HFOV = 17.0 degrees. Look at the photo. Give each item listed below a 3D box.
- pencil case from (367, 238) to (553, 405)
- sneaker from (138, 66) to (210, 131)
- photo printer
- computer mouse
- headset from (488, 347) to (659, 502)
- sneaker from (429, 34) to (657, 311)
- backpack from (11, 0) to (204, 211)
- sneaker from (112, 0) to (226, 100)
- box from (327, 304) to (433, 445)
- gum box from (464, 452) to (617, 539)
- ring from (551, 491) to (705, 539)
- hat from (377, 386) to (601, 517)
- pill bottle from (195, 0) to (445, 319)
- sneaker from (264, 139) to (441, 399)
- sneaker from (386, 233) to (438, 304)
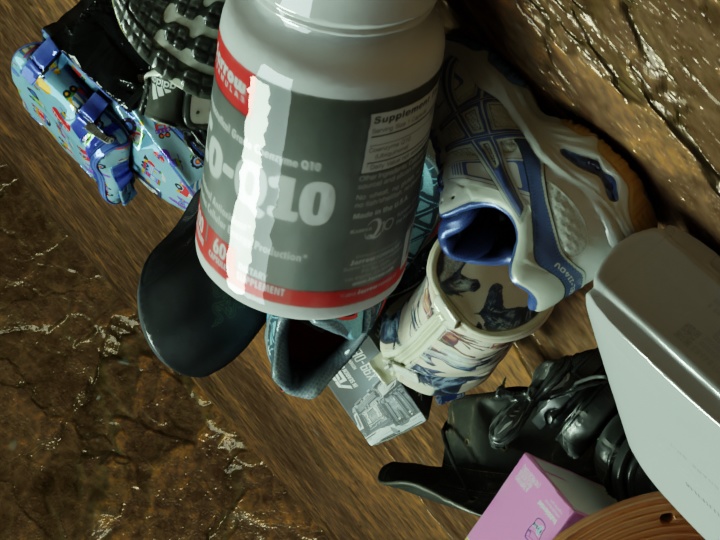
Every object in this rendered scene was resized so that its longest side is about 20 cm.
[{"bbox_3d":[0.063,0.026,1.467,0.078,0.089,0.200,46,165,4],"label":"pencil case"},{"bbox_3d":[-0.101,-0.147,1.429,0.075,0.116,0.200,16,169,25],"label":"sneaker"},{"bbox_3d":[0.194,0.087,1.195,0.166,0.069,0.200,44,167,34],"label":"photo printer"},{"bbox_3d":[-0.086,-0.015,1.586,0.053,0.200,0.139,-20,121,33],"label":"computer mouse"},{"bbox_3d":[0.141,0.102,1.406,0.123,0.094,0.200,43,178,36],"label":"headset"},{"bbox_3d":[0.062,-0.053,1.239,0.200,0.088,0.075,41,168,49],"label":"sneaker"},{"bbox_3d":[-0.152,-0.113,1.832,0.200,0.134,0.183,48,170,3],"label":"backpack"},{"bbox_3d":[-0.058,-0.138,1.294,0.199,0.077,0.089,12,-153,-41],"label":"sneaker"},{"bbox_3d":[-0.014,-0.007,1.615,0.200,0.050,0.158,56,-156,-22],"label":"box"},{"bbox_3d":[0.150,0.200,1.442,0.199,0.114,0.066,25,-165,-34],"label":"gum box"},{"bbox_3d":[0.165,0.204,1.383,0.201,0.200,0.019,59,-177,-36],"label":"ring"},{"bbox_3d":[0.113,0.113,1.569,0.199,0.081,0.201,8,-177,0],"label":"hat"},{"bbox_3d":[-0.019,-0.085,1.214,0.114,0.113,0.201,43,138,37],"label":"pill bottle"},{"bbox_3d":[0.000,0.000,1.465,0.079,0.201,0.096,21,-145,-6],"label":"sneaker"},{"bbox_3d":[0.002,-0.066,1.550,0.200,0.077,0.086,59,-173,-33],"label":"sneaker"}]
